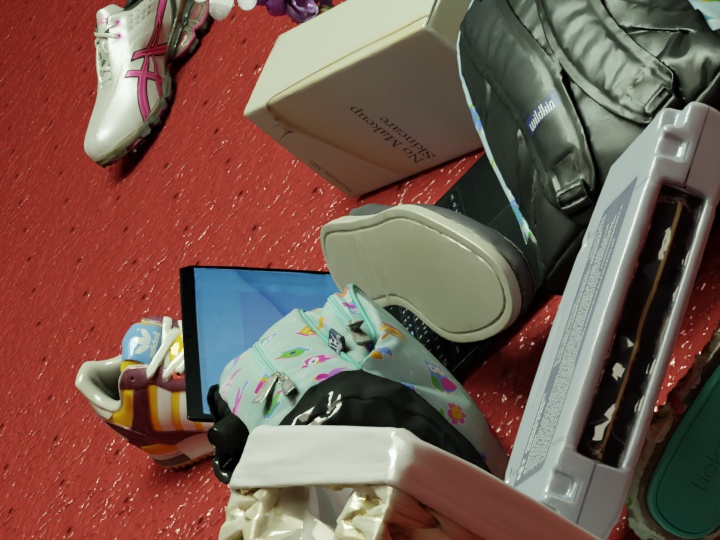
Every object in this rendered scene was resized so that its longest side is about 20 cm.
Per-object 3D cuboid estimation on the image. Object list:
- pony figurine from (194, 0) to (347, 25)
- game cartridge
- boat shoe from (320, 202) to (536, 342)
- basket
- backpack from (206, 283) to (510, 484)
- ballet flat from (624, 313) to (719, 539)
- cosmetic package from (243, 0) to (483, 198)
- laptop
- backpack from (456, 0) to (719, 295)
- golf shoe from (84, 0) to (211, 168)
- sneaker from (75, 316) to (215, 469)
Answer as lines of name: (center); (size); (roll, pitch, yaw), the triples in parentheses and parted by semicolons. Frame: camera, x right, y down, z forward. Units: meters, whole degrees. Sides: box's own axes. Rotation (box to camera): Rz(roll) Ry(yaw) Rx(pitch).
pony figurine: (-0.026, -0.219, 1.580); (0.166, 0.200, 0.194); (-1, 51, 4)
game cartridge: (0.107, 0.035, 1.014); (0.133, 0.041, 0.201); (136, 155, -74)
boat shoe: (0.045, -0.010, 1.209); (0.063, 0.073, 0.200); (-23, 13, -22)
basket: (0.038, 0.158, 0.913); (0.135, 0.200, 0.124); (-6, 55, 60)
backpack: (0.000, 0.094, 1.156); (0.126, 0.167, 0.200); (-33, 20, -3)
ballet flat: (0.176, 0.031, 0.993); (0.200, 0.076, 0.064); (-49, 8, 1)
cosmetic package: (0.028, -0.122, 1.448); (0.200, 0.103, 0.073); (-22, 38, 53)
laptop: (0.000, 0.000, 1.326); (0.200, 0.103, 0.177); (-45, 25, 18)
backpack: (0.128, -0.099, 1.189); (0.163, 0.153, 0.200); (-52, 50, 20)
golf shoe: (-0.201, -0.179, 1.982); (0.073, 0.092, 0.200); (-23, 39, 48)
sneaker: (-0.101, 0.063, 1.444); (0.200, 0.090, 0.075); (-30, 32, 43)
